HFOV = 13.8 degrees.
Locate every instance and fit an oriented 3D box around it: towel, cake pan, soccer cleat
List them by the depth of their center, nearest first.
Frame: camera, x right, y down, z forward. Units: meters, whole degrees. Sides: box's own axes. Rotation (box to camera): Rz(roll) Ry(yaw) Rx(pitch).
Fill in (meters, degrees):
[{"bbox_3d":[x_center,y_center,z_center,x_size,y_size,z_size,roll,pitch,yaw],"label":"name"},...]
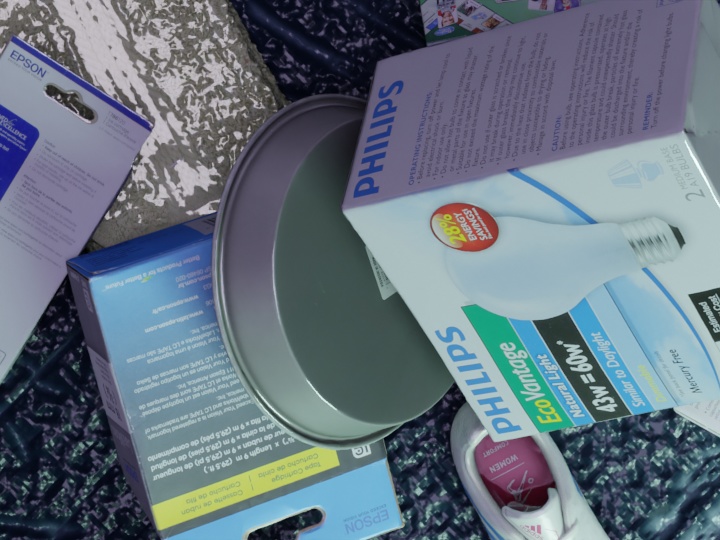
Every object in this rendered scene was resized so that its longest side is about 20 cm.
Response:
[{"bbox_3d":[0.000,0.000,1.666,0.037,0.200,0.201,-3,96,43],"label":"cake pan"},{"bbox_3d":[0.111,0.164,1.720,0.070,0.086,0.200,-31,94,2],"label":"soccer cleat"},{"bbox_3d":[-0.132,-0.114,1.721,0.148,0.036,0.200,-28,94,1],"label":"towel"}]

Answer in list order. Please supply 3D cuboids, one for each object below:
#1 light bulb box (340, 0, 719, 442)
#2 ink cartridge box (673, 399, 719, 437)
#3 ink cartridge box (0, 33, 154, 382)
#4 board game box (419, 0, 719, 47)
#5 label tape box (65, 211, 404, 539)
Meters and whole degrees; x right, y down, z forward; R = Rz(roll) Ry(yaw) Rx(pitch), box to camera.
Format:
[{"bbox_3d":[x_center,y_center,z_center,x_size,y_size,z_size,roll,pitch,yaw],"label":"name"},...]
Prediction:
[{"bbox_3d":[0.126,-0.029,1.606,0.199,0.125,0.198,-13,131,27],"label":"light bulb box"},{"bbox_3d":[0.233,-0.005,1.730,0.176,0.045,0.200,30,93,12],"label":"ink cartridge box"},{"bbox_3d":[-0.202,-0.033,1.702,0.099,0.039,0.200,34,110,-2],"label":"ink cartridge box"},{"bbox_3d":[0.127,-0.150,1.663,0.200,0.029,0.135,-16,77,29],"label":"board game box"},{"bbox_3d":[-0.072,0.071,1.700,0.144,0.063,0.201,-18,104,-17],"label":"label tape box"}]
